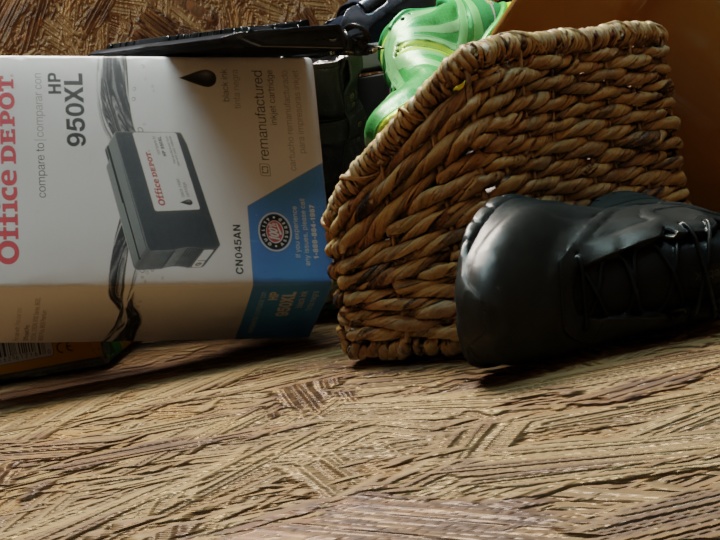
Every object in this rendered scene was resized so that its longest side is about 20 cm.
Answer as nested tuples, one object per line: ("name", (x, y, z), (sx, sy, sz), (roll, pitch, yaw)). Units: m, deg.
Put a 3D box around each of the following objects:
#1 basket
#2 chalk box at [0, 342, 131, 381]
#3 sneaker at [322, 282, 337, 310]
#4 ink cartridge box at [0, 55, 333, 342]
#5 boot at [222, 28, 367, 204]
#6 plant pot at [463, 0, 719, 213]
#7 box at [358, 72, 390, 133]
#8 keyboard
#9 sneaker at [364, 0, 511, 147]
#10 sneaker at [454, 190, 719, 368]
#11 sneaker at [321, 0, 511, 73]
("basket", (0.068, -0.044, 1.031), (0.142, 0.150, 0.199), (-6, 6, 39))
("chalk box", (-0.214, -0.003, 1.281), (0.124, 0.125, 0.200), (-9, 4, 1))
("sneaker", (0.000, 0.000, 1.267), (0.079, 0.078, 0.199), (22, -19, -34))
("ink cartridge box", (-0.124, -0.041, 1.131), (0.198, 0.146, 0.084), (-1, -23, -13))
("boot", (-0.059, -0.086, 1.333), (0.199, 0.175, 0.069), (2, 39, 34))
("plant pot", (0.187, -0.109, 1.176), (0.200, 0.183, 0.200), (-48, -11, -13))
("box", (0.016, -0.067, 1.446), (0.199, 0.150, 0.124), (-6, 4, 40))
("keyboard", (-0.068, -0.134, 1.176), (0.126, 0.021, 0.199), (-2, 5, -31))
("sneaker", (0.042, -0.117, 1.267), (0.083, 0.075, 0.200), (18, 34, 16))
("sneaker", (0.118, -0.001, 0.903), (0.090, 0.077, 0.199), (4, 14, 40))
("sneaker", (0.027, -0.182, 1.426), (0.198, 0.080, 0.078), (-12, 5, -26))
